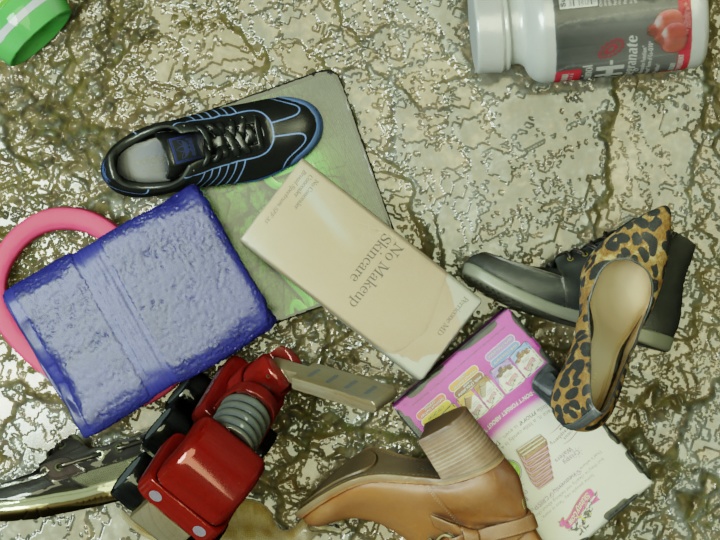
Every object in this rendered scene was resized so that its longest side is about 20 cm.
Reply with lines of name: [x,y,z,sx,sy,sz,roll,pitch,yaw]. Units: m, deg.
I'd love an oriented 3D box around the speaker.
speaker: [-0.346,-0.277,1.682,0.088,0.088,0.200,-42,90,-1]

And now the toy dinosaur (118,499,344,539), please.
toy dinosaur: [-0.114,0.253,1.704,0.199,0.058,0.102,-1,75,-8]

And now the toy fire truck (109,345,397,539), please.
toy fire truck: [-0.085,0.135,1.603,0.129,0.176,0.200,40,130,-9]

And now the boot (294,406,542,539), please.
boot: [0.054,0.220,1.656,0.199,0.077,0.156,-28,99,19]

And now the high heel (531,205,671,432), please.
high heel: [0.218,0.040,1.588,0.071,0.143,0.201,31,93,-13]

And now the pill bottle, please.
pill bottle: [0.196,-0.222,1.673,0.199,0.111,0.111,-6,90,0]

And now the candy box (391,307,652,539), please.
candy box: [0.141,0.151,1.694,0.136,0.061,0.200,-39,89,0]

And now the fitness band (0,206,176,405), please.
fitness band: [-0.237,0.035,1.707,0.200,0.037,0.144,41,87,-1]

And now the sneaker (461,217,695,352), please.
sneaker: [0.192,-0.006,1.696,0.199,0.075,0.107,17,86,-10]

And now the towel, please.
towel: [-0.190,0.034,1.666,0.199,0.050,0.148,-30,91,1]

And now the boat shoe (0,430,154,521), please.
boat shoe: [-0.247,0.176,1.690,0.199,0.073,0.065,-10,80,-12]

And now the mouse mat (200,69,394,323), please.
mouse mat: [-0.064,-0.063,1.722,0.160,0.008,0.201,-20,91,-1]

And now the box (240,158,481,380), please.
box: [0.000,0.000,1.680,0.200,0.078,0.095,37,88,-1]

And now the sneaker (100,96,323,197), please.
sneaker: [-0.129,-0.105,1.679,0.199,0.078,0.071,-17,90,0]
